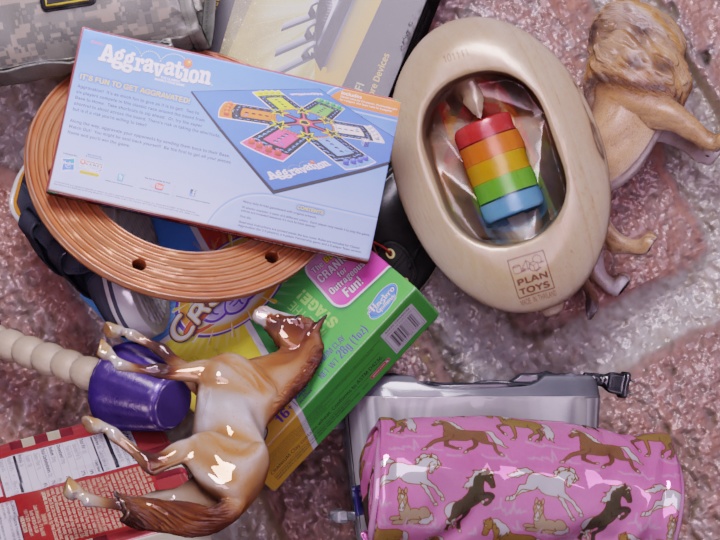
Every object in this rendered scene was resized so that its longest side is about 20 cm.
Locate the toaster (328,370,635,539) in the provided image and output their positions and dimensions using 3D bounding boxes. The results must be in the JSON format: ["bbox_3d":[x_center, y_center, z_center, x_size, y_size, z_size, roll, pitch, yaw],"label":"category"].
[{"bbox_3d":[0.079,0.130,1.254,0.199,0.114,0.130,0,89,-6],"label":"toaster"}]

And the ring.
[{"bbox_3d":[-0.110,-0.060,1.204,0.200,0.019,0.201,8,53,-11],"label":"ring"}]

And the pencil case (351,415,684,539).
[{"bbox_3d":[0.097,0.136,1.160,0.199,0.087,0.083,3,47,-8],"label":"pencil case"}]

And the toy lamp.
[{"bbox_3d":[-0.190,0.061,1.222,0.200,0.058,0.058,13,83,37],"label":"toy lamp"}]

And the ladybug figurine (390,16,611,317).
[{"bbox_3d":[0.093,-0.065,1.253,0.135,0.072,0.201,-16,87,9],"label":"ladybug figurine"}]

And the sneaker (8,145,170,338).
[{"bbox_3d":[-0.176,-0.022,1.245,0.079,0.079,0.200,-24,45,8],"label":"sneaker"}]

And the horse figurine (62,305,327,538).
[{"bbox_3d":[-0.094,0.090,1.106,0.132,0.200,0.050,15,129,-7],"label":"horse figurine"}]

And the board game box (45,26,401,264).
[{"bbox_3d":[-0.082,-0.075,1.168,0.199,0.019,0.103,13,85,-7],"label":"board game box"}]

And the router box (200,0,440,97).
[{"bbox_3d":[-0.033,-0.180,1.294,0.157,0.052,0.201,20,84,9],"label":"router box"}]

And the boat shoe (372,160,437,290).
[{"bbox_3d":[0.002,0.002,1.287,0.074,0.063,0.202,34,83,6],"label":"boat shoe"}]

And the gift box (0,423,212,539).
[{"bbox_3d":[-0.185,0.214,1.180,0.199,0.185,0.187,-13,114,-9],"label":"gift box"}]

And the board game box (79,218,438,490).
[{"bbox_3d":[-0.069,0.023,1.238,0.153,0.040,0.200,-47,53,-4],"label":"board game box"}]

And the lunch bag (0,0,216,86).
[{"bbox_3d":[-0.178,-0.214,1.230,0.163,0.118,0.201,-9,61,10],"label":"lunch bag"}]

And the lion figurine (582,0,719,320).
[{"bbox_3d":[0.168,-0.079,1.296,0.122,0.072,0.200,35,89,9],"label":"lion figurine"}]
